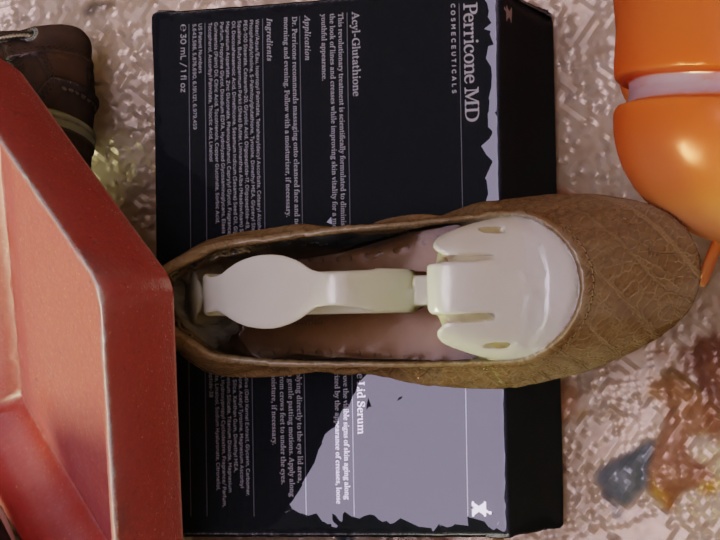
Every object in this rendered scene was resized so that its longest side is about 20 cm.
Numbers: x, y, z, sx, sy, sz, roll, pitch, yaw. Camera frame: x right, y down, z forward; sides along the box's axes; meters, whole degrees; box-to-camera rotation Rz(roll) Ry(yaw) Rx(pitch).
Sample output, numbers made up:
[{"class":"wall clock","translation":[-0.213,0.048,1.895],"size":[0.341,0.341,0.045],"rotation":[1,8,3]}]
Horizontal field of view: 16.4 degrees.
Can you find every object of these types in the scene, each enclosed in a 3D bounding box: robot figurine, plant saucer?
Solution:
[{"class":"robot figurine","translation":[0.147,-0.094,0.877],"size":[0.144,0.117,0.200],"rotation":[3,86,21]},{"class":"plant saucer","translation":[-0.112,0.031,0.932],"size":[0.200,0.037,0.200],"rotation":[50,148,47]}]

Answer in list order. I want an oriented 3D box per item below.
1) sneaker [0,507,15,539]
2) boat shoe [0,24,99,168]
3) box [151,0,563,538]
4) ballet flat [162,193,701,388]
[{"class":"sneaker","translation":[-0.140,0.178,0.947],"size":[0.071,0.099,0.200],"rotation":[-21,88,1]},{"class":"boat shoe","translation":[-0.201,-0.074,1.043],"size":[0.202,0.075,0.075],"rotation":[2,75,15]},{"class":"box","translation":[0.000,0.000,0.951],"size":[0.141,0.079,0.200],"rotation":[-2,87,23]},{"class":"ballet flat","translation":[0.014,0.007,0.867],"size":[0.200,0.072,0.068],"rotation":[-1,87,20]}]
